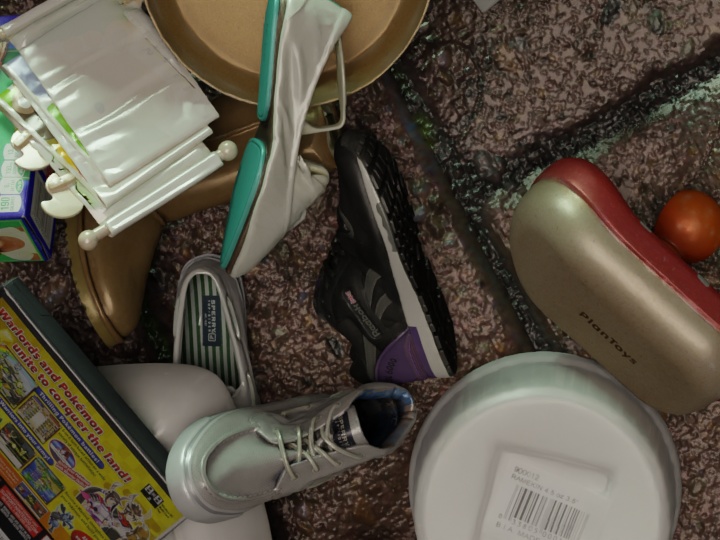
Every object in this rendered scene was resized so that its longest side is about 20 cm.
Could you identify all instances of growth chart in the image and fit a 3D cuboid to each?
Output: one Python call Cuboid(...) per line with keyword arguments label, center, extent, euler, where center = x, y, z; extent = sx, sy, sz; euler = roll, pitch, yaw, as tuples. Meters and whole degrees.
Cuboid(label="growth chart", center=(-0.177, -0.116, 1.298), extent=(0.144, 0.018, 0.200), euler=(-26, 66, -12))

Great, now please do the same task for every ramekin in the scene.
Cuboid(label="ramekin", center=(0.129, 0.163, 1.345), extent=(0.199, 0.098, 0.202), euler=(1, 96, 7))

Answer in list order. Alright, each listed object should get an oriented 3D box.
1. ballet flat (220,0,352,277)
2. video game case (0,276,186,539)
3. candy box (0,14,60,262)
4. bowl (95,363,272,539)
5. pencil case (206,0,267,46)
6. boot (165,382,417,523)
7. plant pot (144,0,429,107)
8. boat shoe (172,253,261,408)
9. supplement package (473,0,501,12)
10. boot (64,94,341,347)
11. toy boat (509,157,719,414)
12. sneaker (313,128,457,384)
Cuboid(label="ballet flat", center=(-0.045, -0.087, 1.265), extent=(0.069, 0.069, 0.201), euler=(13, 101, 5))
Cuboid(label="video game case", center=(-0.230, 0.133, 1.313), extent=(0.181, 0.025, 0.200), euler=(-40, 90, 28))
Cuboid(label="candy box", center=(-0.316, -0.091, 1.346), extent=(0.199, 0.077, 0.170), euler=(-3, 62, 7))
Cuboid(label="bowl", center=(-0.174, 0.173, 1.360), extent=(0.199, 0.075, 0.201), euler=(-7, 105, 25))
Cuboid(label="pencil case", center=(-0.074, -0.254, 1.333), extent=(0.092, 0.085, 0.201), euler=(6, 97, 5))
Cuboid(label="boot", center=(-0.042, 0.115, 1.302), extent=(0.095, 0.200, 0.074), euler=(-20, 90, 34))
Cuboid(label="plant pot", center=(-0.049, -0.210, 1.275), extent=(0.199, 0.028, 0.201), euler=(0, 107, 0))
Cuboid(label="boat shoe", center=(-0.111, 0.090, 1.381), extent=(0.073, 0.067, 0.201), euler=(-8, 95, 8))
Cuboid(label="supplement package", center=(0.083, -0.299, 1.272), extent=(0.200, 0.117, 0.117), euler=(51, 142, -1))
Cuboid(label="boot", center=(-0.108, -0.053, 1.337), extent=(0.199, 0.066, 0.176), euler=(-18, 61, 9))
Cuboid(label="toy boat", center=(0.204, -0.005, 1.321), extent=(0.200, 0.131, 0.131), euler=(43, 69, 0))
Cuboid(label="sneaker", center=(0.000, 0.000, 1.331), extent=(0.087, 0.076, 0.201), euler=(-12, 117, 14))
